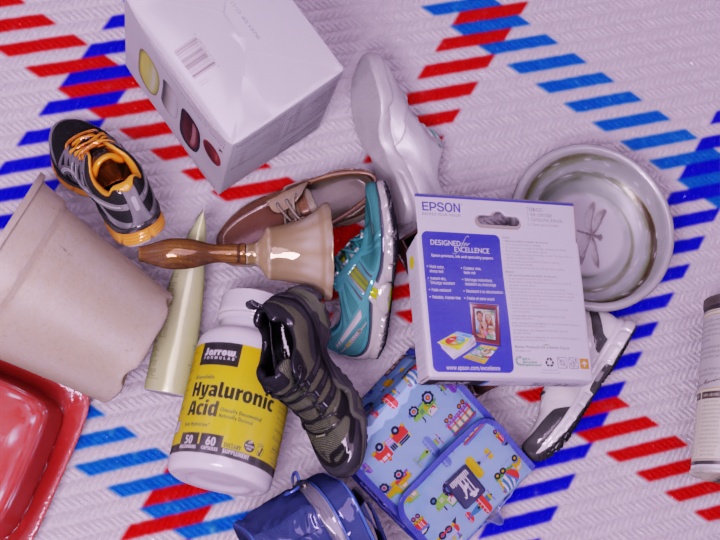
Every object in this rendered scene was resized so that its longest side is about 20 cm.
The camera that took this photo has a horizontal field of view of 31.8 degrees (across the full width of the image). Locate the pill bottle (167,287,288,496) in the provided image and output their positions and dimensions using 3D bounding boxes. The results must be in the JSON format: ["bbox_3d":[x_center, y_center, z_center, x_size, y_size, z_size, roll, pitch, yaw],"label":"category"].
[{"bbox_3d":[-0.127,0.126,1.324,0.111,0.111,0.201,14,67,-8],"label":"pill bottle"}]

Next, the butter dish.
[{"bbox_3d":[-0.393,0.171,1.251,0.199,0.148,0.201,23,76,-6],"label":"butter dish"}]

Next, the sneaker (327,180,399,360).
[{"bbox_3d":[0.000,0.000,1.378,0.079,0.078,0.202,8,100,2],"label":"sneaker"}]

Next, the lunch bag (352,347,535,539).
[{"bbox_3d":[0.081,0.208,1.373,0.151,0.094,0.200,-46,100,-11],"label":"lunch bag"}]

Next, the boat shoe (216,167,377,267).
[{"bbox_3d":[-0.068,-0.066,1.399,0.199,0.072,0.076,-27,85,-15],"label":"boat shoe"}]

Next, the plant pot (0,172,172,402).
[{"bbox_3d":[-0.302,0.035,1.287,0.183,0.200,0.201,33,75,-14],"label":"plant pot"}]

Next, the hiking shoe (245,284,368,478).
[{"bbox_3d":[-0.062,0.119,1.264,0.100,0.076,0.201,-14,81,-49],"label":"hiking shoe"}]

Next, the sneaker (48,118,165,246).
[{"bbox_3d":[-0.273,-0.111,1.337,0.078,0.077,0.200,-35,54,-19],"label":"sneaker"}]

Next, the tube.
[{"bbox_3d":[-0.189,0.034,1.359,0.058,0.052,0.201,2,78,35],"label":"tube"}]

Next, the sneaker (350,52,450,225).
[{"bbox_3d":[0.052,-0.155,1.450,0.088,0.075,0.201,-15,88,-26],"label":"sneaker"}]

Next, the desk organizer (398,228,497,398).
[{"bbox_3d":[0.119,0.034,1.412,0.071,0.077,0.201,-27,85,-15],"label":"desk organizer"}]

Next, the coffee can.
[{"bbox_3d":[0.451,0.138,1.419,0.145,0.146,0.201,11,78,-8],"label":"coffee can"}]

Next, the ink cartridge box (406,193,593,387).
[{"bbox_3d":[0.147,0.023,1.354,0.196,0.047,0.201,3,70,-20],"label":"ink cartridge box"}]

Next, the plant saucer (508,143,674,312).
[{"bbox_3d":[0.263,-0.045,1.466,0.199,0.050,0.202,3,74,-11],"label":"plant saucer"}]

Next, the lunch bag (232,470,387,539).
[{"bbox_3d":[-0.034,0.300,1.291,0.132,0.136,0.201,-25,96,-16],"label":"lunch bag"}]

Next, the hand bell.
[{"bbox_3d":[-0.131,-0.017,1.315,0.198,0.104,0.105,-2,79,-8],"label":"hand bell"}]

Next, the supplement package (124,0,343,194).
[{"bbox_3d":[-0.142,-0.218,1.350,0.147,0.200,0.192,-35,86,-15],"label":"supplement package"}]

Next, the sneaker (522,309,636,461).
[{"bbox_3d":[0.231,0.125,1.428,0.080,0.074,0.200,31,70,12],"label":"sneaker"}]
